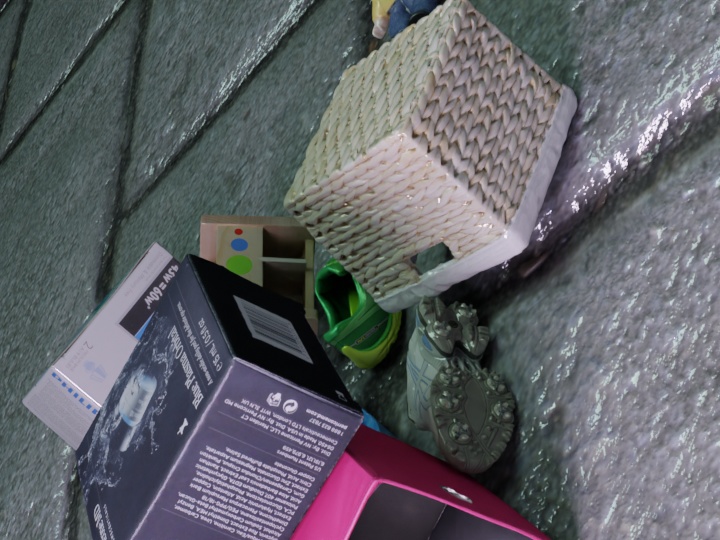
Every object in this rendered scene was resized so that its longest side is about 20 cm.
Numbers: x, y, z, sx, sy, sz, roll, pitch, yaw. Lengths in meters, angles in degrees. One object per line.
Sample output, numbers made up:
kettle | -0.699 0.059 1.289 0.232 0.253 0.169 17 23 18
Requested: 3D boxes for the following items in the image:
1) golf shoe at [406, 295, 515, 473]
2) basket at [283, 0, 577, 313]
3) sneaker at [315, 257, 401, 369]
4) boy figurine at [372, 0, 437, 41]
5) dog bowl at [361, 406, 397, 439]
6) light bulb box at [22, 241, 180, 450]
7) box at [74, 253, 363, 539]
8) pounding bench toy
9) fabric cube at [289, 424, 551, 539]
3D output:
golf shoe | 0.079 0.117 1.275 0.201 0.077 0.098 -95 24 -53
basket | 0.061 -0.102 1.332 0.197 0.160 0.202 -27 32 47
sneaker | 0.000 0.000 1.474 0.074 0.083 0.202 -39 36 39
boy figurine | 0.054 -0.317 1.670 0.124 0.064 0.202 -45 32 32
dog bowl | -0.017 0.179 1.386 0.112 0.049 0.200 -60 28 2
light bulb box | -0.274 0.101 1.714 0.199 0.124 0.200 -53 7 -27
box | -0.115 0.127 1.119 0.202 0.116 0.197 -59 25 11
pounding bench toy | -0.112 0.068 1.565 0.201 0.122 0.157 98 172 -47
fabric cube | 0.009 0.240 1.139 0.202 0.195 0.199 -63 26 3
